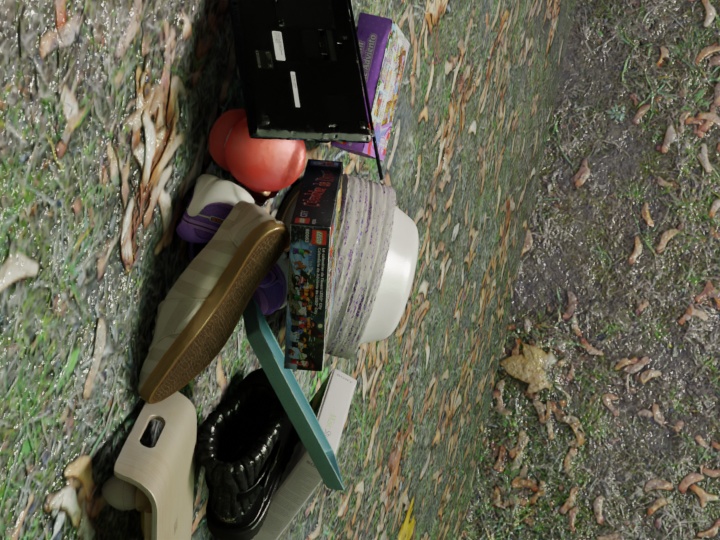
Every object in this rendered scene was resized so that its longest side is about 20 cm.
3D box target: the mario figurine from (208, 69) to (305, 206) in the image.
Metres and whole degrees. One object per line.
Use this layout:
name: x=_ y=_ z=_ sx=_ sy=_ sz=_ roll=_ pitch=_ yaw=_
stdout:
mario figurine: x=-0.103 y=-0.124 z=1.305 sx=0.125 sy=0.105 sz=0.200 roll=64 pitch=8 yaw=-3

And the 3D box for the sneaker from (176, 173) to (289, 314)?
sneaker: x=-0.126 y=-0.011 z=1.302 sx=0.084 sy=0.080 sz=0.201 roll=-56 pitch=150 yaw=-17

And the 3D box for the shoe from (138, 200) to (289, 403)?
shoe: x=-0.138 y=0.028 z=1.222 sx=0.201 sy=0.053 sz=0.070 roll=-54 pitch=158 yaw=7

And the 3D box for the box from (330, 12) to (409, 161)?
box: x=0.013 y=-0.193 z=1.490 sx=0.200 sy=0.039 sz=0.139 roll=-13 pitch=116 yaw=-83

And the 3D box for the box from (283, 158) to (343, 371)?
box: x=-0.043 y=-0.010 z=1.307 sx=0.200 sy=0.037 sz=0.139 roll=-83 pitch=178 yaw=-69

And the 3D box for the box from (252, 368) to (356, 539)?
box: x=-0.076 y=0.220 z=1.511 sx=0.201 sy=0.036 sz=0.145 roll=-54 pitch=-170 yaw=32

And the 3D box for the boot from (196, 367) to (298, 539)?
boot: x=-0.107 y=0.151 z=1.387 sx=0.159 sy=0.078 sz=0.213 roll=92 pitch=6 yaw=-50

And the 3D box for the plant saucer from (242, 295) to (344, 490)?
plant saucer: x=-0.065 y=0.121 z=1.324 sx=0.070 sy=0.019 sz=0.202 roll=-111 pitch=175 yaw=-62

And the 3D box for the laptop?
laptop: x=-0.049 y=-0.185 z=1.273 sx=0.198 sy=0.103 sz=0.180 roll=-1 pitch=74 yaw=-34

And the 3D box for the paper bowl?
paper bowl: x=0.000 y=0.000 z=1.568 sx=0.201 sy=0.103 sz=0.204 roll=-166 pitch=-90 yaw=-81

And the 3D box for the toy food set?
toy food set: x=-0.194 y=0.225 z=1.247 sx=0.144 sy=0.059 sz=0.203 roll=-75 pitch=172 yaw=-63

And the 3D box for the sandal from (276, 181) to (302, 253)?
sandal: x=-0.070 y=-0.021 z=1.500 sx=0.201 sy=0.054 sz=0.083 roll=-61 pitch=158 yaw=-49
